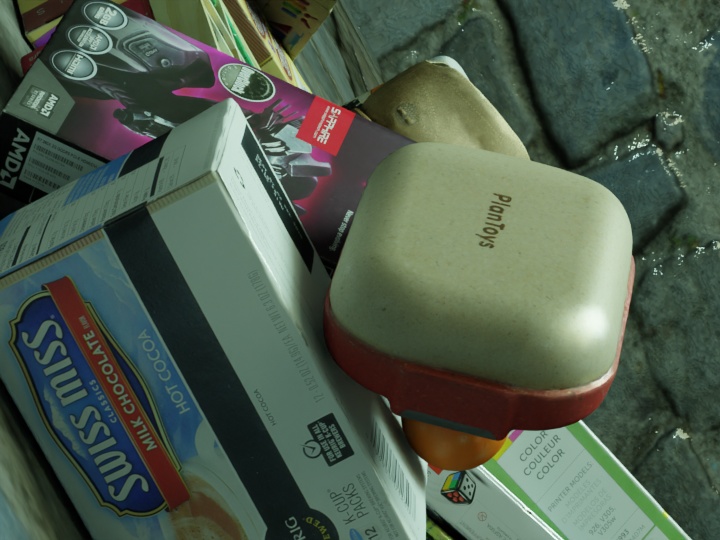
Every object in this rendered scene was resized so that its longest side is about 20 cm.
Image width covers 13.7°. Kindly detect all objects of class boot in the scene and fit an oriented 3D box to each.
[{"bbox_3d":[0.076,-0.025,1.600,0.200,0.075,0.074,51,-4,-16],"label":"boot"}]

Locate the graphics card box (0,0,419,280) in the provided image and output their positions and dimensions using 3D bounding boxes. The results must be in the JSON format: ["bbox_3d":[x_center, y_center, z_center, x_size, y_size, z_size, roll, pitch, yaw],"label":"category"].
[{"bbox_3d":[-0.071,-0.051,1.451,0.199,0.051,0.126,24,38,1],"label":"graphics card box"}]

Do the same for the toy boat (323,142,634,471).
[{"bbox_3d":[0.051,0.030,1.350,0.200,0.130,0.131,-69,172,-61],"label":"toy boat"}]

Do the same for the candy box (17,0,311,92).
[{"bbox_3d":[-0.105,-0.114,1.760,0.200,0.116,0.057,58,9,-43],"label":"candy box"}]

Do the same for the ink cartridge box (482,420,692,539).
[{"bbox_3d":[0.075,0.092,1.552,0.200,0.059,0.104,46,-12,-19],"label":"ink cartridge box"}]

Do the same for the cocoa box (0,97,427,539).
[{"bbox_3d":[-0.071,0.051,1.340,0.201,0.131,0.133,62,9,-14],"label":"cocoa box"}]

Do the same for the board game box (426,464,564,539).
[{"bbox_3d":[0.053,0.136,1.544,0.126,0.035,0.200,42,-11,-6],"label":"board game box"}]

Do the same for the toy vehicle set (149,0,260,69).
[{"bbox_3d":[-0.064,-0.087,1.621,0.200,0.026,0.125,60,7,-46],"label":"toy vehicle set"}]

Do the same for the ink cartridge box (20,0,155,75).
[{"bbox_3d":[-0.102,-0.025,1.587,0.145,0.084,0.200,58,9,-40],"label":"ink cartridge box"}]

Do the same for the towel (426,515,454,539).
[{"bbox_3d":[0.028,0.153,1.541,0.144,0.023,0.200,42,-11,-3],"label":"towel"}]

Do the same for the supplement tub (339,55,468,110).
[{"bbox_3d":[-0.004,-0.039,1.882,0.123,0.199,0.123,60,8,-13],"label":"supplement tub"}]

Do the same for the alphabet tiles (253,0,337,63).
[{"bbox_3d":[-0.106,-0.175,1.790,0.167,0.008,0.200,33,-27,-5],"label":"alphabet tiles"}]
